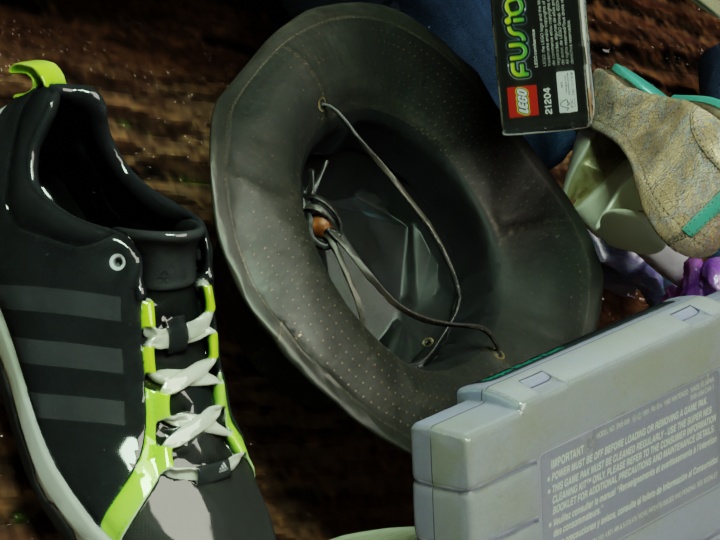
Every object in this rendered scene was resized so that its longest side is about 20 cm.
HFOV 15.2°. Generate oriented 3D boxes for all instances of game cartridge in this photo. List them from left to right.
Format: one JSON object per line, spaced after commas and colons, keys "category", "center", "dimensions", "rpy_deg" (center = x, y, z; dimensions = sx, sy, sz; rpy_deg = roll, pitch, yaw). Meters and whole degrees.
{"category": "game cartridge", "center": [0.089, 0.087, 0.985], "dimensions": [0.199, 0.038, 0.131], "rpy_deg": [-19, 108, -48]}

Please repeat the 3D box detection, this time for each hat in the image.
{"category": "hat", "center": [0.000, 0.000, 1.041], "dimensions": [0.200, 0.081, 0.202], "rpy_deg": [25, 48, -31]}

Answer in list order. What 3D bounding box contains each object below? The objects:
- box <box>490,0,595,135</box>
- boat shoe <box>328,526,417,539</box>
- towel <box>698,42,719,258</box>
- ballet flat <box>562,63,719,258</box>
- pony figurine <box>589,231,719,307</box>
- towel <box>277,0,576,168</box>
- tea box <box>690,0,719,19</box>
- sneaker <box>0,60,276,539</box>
{"category": "box", "center": [0.065, -0.156, 1.038], "dimensions": [0.110, 0.034, 0.201], "rpy_deg": [-48, 133, -82]}
{"category": "boat shoe", "center": [-0.031, 0.146, 0.909], "dimensions": [0.200, 0.071, 0.068], "rpy_deg": [-21, 107, -49]}
{"category": "towel", "center": [0.210, -0.013, 1.330], "dimensions": [0.111, 0.048, 0.201], "rpy_deg": [30, 45, -34]}
{"category": "ballet flat", "center": [0.115, -0.042, 1.094], "dimensions": [0.068, 0.067, 0.200], "rpy_deg": [39, 2, -8]}
{"category": "pony figurine", "center": [0.177, 0.026, 1.171], "dimensions": [0.192, 0.167, 0.200], "rpy_deg": [-19, 51, -26]}
{"category": "towel", "center": [0.013, -0.114, 1.152], "dimensions": [0.201, 0.048, 0.112], "rpy_deg": [59, 36, -1]}
{"category": "tea box", "center": [0.094, -0.244, 1.215], "dimensions": [0.196, 0.134, 0.200], "rpy_deg": [32, 11, -35]}
{"category": "sneaker", "center": [-0.080, 0.021, 0.906], "dimensions": [0.072, 0.083, 0.201], "rpy_deg": [-16, 69, -49]}
